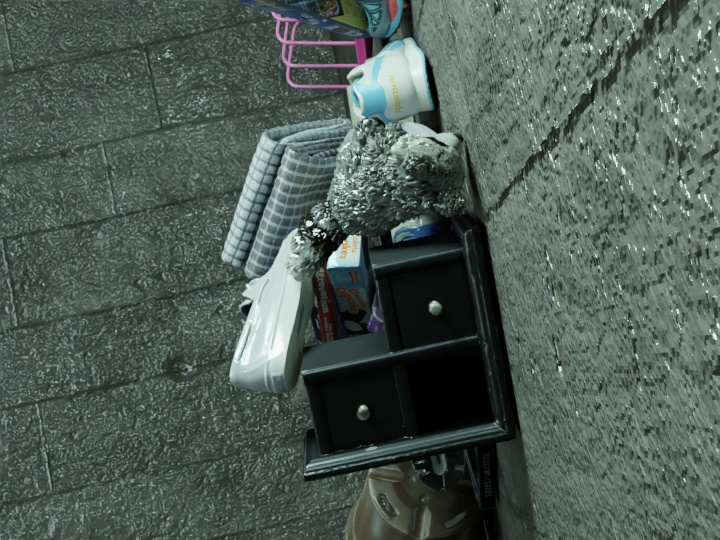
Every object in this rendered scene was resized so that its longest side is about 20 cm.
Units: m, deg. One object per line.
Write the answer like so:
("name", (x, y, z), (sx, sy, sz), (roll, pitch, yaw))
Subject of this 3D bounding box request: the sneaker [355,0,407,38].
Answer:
("sneaker", (-0.007, -0.327, 1.092), (0.201, 0.095, 0.080), (80, 178, -46))

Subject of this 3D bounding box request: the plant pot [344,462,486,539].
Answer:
("plant pot", (0.079, 0.315, 1.384), (0.199, 0.198, 0.201), (93, 167, -54))

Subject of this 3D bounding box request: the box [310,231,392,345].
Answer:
("box", (0.015, 0.002, 1.343), (0.043, 0.200, 0.161), (30, 156, 24))

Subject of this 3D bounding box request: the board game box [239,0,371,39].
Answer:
("board game box", (-0.049, -0.331, 1.114), (0.199, 0.034, 0.137), (3, -92, -53))

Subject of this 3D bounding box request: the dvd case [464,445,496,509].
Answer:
("dvd case", (0.126, 0.160, 1.262), (0.151, 0.025, 0.201), (80, 179, -47))

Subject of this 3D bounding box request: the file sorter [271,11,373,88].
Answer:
("file sorter", (-0.051, -0.357, 1.444), (0.200, 0.124, 0.140), (81, -169, -61))

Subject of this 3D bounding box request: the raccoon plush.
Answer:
("raccoon plush", (0.021, -0.045, 0.948), (0.201, 0.096, 0.134), (-61, 24, 14))

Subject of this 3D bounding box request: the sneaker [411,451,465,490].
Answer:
("sneaker", (0.077, 0.153, 1.223), (0.090, 0.077, 0.202), (42, -141, -74))

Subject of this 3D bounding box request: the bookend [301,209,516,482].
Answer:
("bookend", (0.025, 0.066, 0.970), (0.092, 0.197, 0.202), (-99, -2, -77))

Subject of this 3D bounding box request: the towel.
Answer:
("towel", (-0.059, -0.081, 1.236), (0.200, 0.085, 0.167), (-19, -46, -57))

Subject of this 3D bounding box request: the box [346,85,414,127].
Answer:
("box", (0.027, -0.194, 1.387), (0.200, 0.068, 0.083), (-104, 4, -70))

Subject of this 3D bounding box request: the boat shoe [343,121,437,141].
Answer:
("boat shoe", (0.052, -0.114, 1.098), (0.200, 0.069, 0.072), (14, 98, 62))

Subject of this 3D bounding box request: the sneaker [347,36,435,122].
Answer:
("sneaker", (0.026, -0.202, 1.126), (0.200, 0.080, 0.077), (-102, -1, -77))

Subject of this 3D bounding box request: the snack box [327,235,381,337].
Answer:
("snack box", (0.000, 0.000, 1.149), (0.201, 0.037, 0.117), (74, -164, -57))

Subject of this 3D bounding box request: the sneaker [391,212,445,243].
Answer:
("sneaker", (0.068, 0.008, 1.245), (0.200, 0.078, 0.090), (83, 178, -70))

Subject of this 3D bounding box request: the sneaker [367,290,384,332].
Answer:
("sneaker", (0.069, 0.077, 1.090), (0.073, 0.113, 0.202), (86, 171, -68))

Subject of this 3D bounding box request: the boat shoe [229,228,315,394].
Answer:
("boat shoe", (-0.086, 0.036, 1.044), (0.072, 0.068, 0.201), (78, -165, -51))

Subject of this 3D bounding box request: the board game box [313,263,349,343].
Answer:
("board game box", (-0.028, 0.047, 1.139), (0.103, 0.019, 0.202), (-82, -13, -65))
